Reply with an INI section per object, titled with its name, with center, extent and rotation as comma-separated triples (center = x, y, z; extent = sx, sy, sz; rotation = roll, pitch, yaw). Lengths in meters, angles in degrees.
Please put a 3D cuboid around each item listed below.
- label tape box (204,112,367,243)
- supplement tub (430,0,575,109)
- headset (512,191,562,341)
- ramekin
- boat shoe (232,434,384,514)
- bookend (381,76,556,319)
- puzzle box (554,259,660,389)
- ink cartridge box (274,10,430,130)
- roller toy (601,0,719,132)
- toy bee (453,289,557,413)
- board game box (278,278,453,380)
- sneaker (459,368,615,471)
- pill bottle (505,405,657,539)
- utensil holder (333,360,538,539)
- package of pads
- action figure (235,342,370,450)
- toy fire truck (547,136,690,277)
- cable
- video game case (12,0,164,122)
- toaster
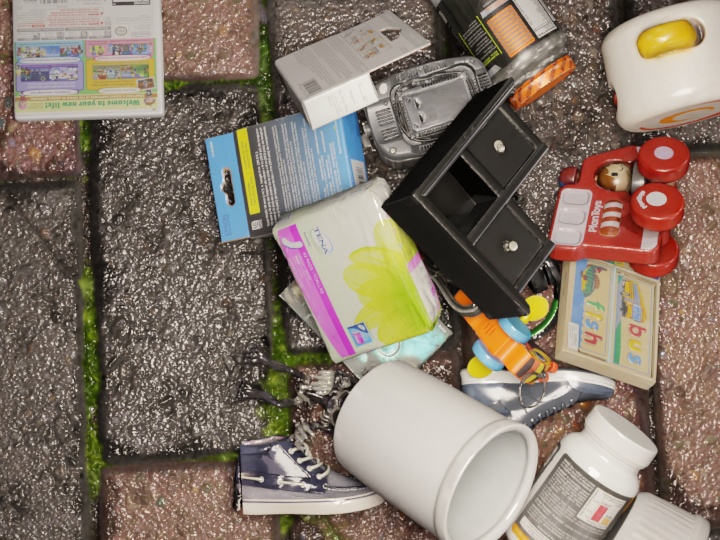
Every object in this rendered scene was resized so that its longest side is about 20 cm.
[label tape box]
center = -0.093, -0.123, 1.468
extent = 0.198, 0.063, 0.146
rotation = -11, 86, 22
[supplement tub]
center = 0.188, -0.321, 1.473
extent = 0.122, 0.123, 0.201
rotation = -33, 88, -4
[headset]
center = 0.205, -0.001, 1.463
extent = 0.122, 0.094, 0.202
rotation = -4, 97, -3
[ramekin]
center = 0.340, 0.368, 1.394
extent = 0.094, 0.202, 0.203
rotation = 35, 85, 12
[boat shoe]
center = -0.068, 0.260, 1.441
extent = 0.198, 0.075, 0.094
rotation = -2, 93, -2
[bookend]
center = 0.165, -0.082, 1.336
extent = 0.200, 0.092, 0.199
rotation = 46, 70, -13
[puzzle box]
center = 0.322, 0.044, 1.443
extent = 0.132, 0.025, 0.201
rotation = 18, 56, -10
[ink cartridge box]
center = -0.010, -0.260, 1.429
extent = 0.172, 0.200, 0.044
rotation = -24, 118, -3
[roller toy]
center = 0.406, -0.267, 1.445
extent = 0.198, 0.182, 0.141
rotation = -10, 84, -28
[toy bee]
center = 0.191, 0.105, 1.405
extent = 0.130, 0.108, 0.202
rotation = -31, 54, 32
[board game box]
center = 0.007, 0.058, 1.484
extent = 0.135, 0.028, 0.200
rotation = -44, 88, -5
[sneaker]
center = 0.230, 0.201, 1.449
extent = 0.200, 0.077, 0.148
rotation = -1, 74, 8
[pill bottle]
center = 0.277, 0.277, 1.409
extent = 0.116, 0.116, 0.201
rotation = 34, 103, 1
[utensil holder]
center = 0.089, 0.221, 1.367
extent = 0.199, 0.170, 0.171
rotation = 29, 84, 40
[package of pads]
center = 0.000, 0.000, 1.390
extent = 0.153, 0.068, 0.201
rotation = -20, 104, 24
[action figure]
center = -0.060, 0.168, 1.431
extent = 0.198, 0.102, 0.120
rotation = 19, 103, 4
[toy fire truck]
center = 0.335, -0.089, 1.455
extent = 0.166, 0.113, 0.201
rotation = 7, 51, 15
[cable]
center = 0.090, -0.009, 1.437
extent = 0.097, 0.201, 0.050
rotation = -31, 132, 6
[video game case]
center = -0.364, -0.294, 1.502
extent = 0.198, 0.022, 0.184
rotation = -2, 86, -3
[toaster]
center = 0.097, -0.204, 1.457
extent = 0.198, 0.129, 0.115
rotation = -19, 87, -3
